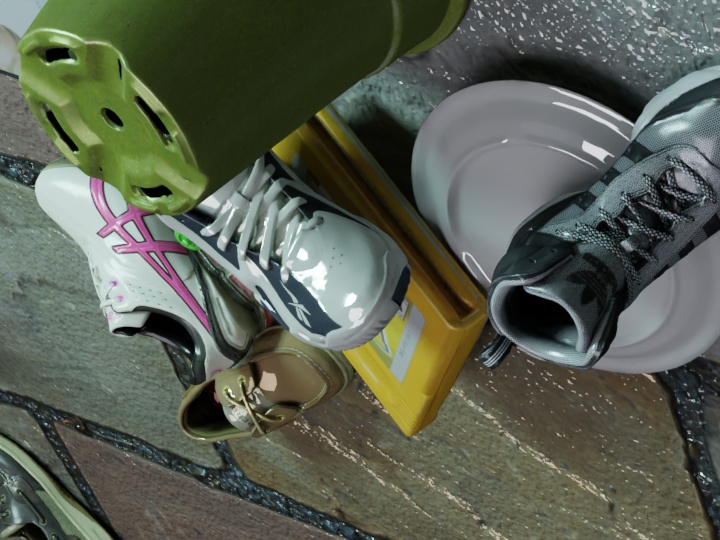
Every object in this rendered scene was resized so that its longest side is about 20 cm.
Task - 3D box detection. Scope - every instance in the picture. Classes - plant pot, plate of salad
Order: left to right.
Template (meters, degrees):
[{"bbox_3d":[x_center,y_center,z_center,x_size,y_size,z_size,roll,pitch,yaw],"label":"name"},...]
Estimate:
[{"bbox_3d":[-0.075,-0.135,1.147,0.199,0.190,0.201,29,149,20],"label":"plant pot"},{"bbox_3d":[0.118,-0.027,1.212,0.199,0.048,0.201,23,140,21],"label":"plate of salad"}]

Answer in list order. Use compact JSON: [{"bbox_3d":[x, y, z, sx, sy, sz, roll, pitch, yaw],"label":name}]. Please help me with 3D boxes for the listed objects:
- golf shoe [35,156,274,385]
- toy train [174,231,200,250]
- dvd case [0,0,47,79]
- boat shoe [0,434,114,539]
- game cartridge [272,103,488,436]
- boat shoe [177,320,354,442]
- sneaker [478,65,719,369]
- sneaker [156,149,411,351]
[{"bbox_3d":[-0.157,-0.004,1.539,0.199,0.092,0.073,36,153,13],"label":"golf shoe"},{"bbox_3d":[-0.109,-0.082,1.425,0.056,0.042,0.201,12,142,25],"label":"toy train"},{"bbox_3d":[-0.235,-0.180,1.463,0.199,0.018,0.143,20,145,34],"label":"dvd case"},{"bbox_3d":[-0.315,0.227,2.084,0.201,0.066,0.072,41,152,0],"label":"boat shoe"},{"bbox_3d":[0.000,0.000,1.350,0.177,0.032,0.200,52,159,14],"label":"game cartridge"},{"bbox_3d":[-0.071,0.089,1.586,0.074,0.066,0.200,45,152,-9],"label":"boat shoe"},{"bbox_3d":[0.134,-0.017,1.084,0.075,0.114,0.200,44,128,-7],"label":"sneaker"},{"bbox_3d":[-0.063,-0.033,1.229,0.129,0.080,0.199,34,-172,-37],"label":"sneaker"}]
